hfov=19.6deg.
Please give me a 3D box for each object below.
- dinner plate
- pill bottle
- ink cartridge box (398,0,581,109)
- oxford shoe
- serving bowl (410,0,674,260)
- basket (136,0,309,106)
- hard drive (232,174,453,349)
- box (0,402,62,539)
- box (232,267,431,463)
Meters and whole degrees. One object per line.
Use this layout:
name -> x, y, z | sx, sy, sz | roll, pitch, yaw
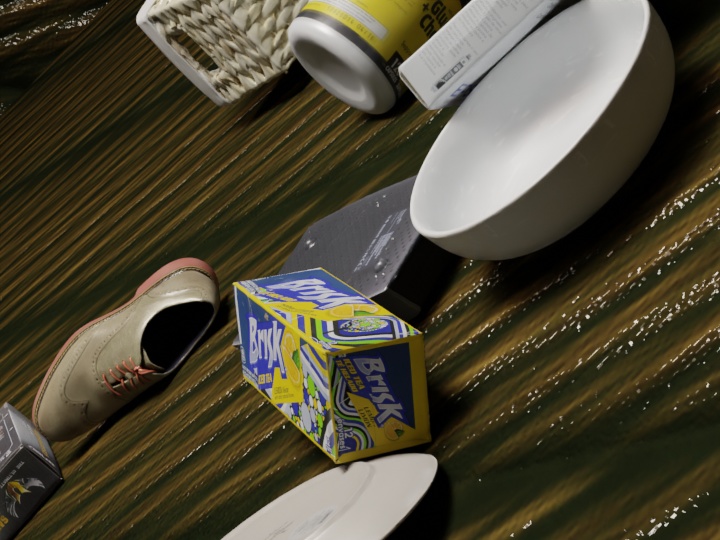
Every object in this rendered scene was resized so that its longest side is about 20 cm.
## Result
dinner plate -> -0.044, 0.155, 1.168 | 0.199, 0.024, 0.200 | -33, 9, 6
pill bottle -> 0.037, -0.240, 1.765 | 0.200, 0.112, 0.112 | -52, 18, -14
ink cartridge box -> 0.136, -0.191, 1.421 | 0.200, 0.041, 0.199 | -43, -8, 21
oxford shoe -> -0.195, 0.073, 1.712 | 0.200, 0.070, 0.075 | -46, 23, 8
serving bowl -> 0.123, -0.079, 1.290 | 0.200, 0.066, 0.200 | -41, 20, 19
basket -> -0.105, -0.286, 2.084 | 0.123, 0.136, 0.201 | -18, 34, 52
hard drive -> 0.000, 0.000, 1.452 | 0.200, 0.042, 0.135 | -21, 31, 54
box -> -0.346, 0.218, 1.785 | 0.200, 0.048, 0.158 | -48, 17, -3
box -> -0.021, 0.054, 1.286 | 0.064, 0.071, 0.200 | -10, 14, -18
